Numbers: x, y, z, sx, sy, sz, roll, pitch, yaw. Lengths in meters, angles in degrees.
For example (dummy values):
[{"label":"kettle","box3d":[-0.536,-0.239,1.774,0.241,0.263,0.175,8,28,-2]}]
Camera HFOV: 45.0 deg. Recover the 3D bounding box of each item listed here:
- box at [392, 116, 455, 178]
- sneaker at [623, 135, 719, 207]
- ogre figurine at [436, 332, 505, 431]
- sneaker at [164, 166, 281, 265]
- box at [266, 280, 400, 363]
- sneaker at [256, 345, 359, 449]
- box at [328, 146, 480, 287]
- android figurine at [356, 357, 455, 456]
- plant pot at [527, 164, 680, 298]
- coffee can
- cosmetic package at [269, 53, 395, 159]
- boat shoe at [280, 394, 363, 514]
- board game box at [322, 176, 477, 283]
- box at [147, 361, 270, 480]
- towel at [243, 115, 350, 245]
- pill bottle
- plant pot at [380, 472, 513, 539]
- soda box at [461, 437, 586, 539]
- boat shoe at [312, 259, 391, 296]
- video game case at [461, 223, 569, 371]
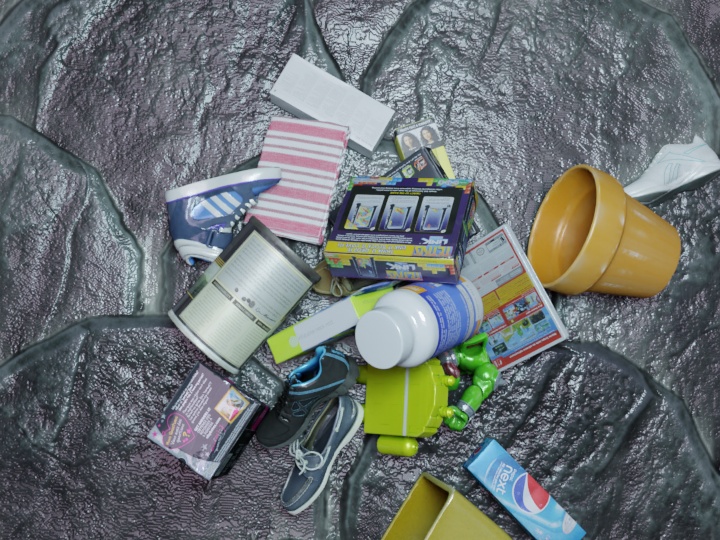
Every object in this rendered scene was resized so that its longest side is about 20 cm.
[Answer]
[{"label":"box","box3d":[0.119,-0.147,1.448,0.075,0.050,0.202,-17,83,-3]},{"label":"sneaker","box3d":[0.509,-0.161,1.462,0.199,0.071,0.081,-22,72,-12]},{"label":"ogre figurine","box3d":[0.146,0.146,1.371,0.119,0.099,0.200,-22,40,-9]},{"label":"sneaker","box3d":[-0.210,-0.080,1.409,0.198,0.081,0.148,-14,98,-1]},{"label":"box","box3d":[-0.032,0.077,1.322,0.199,0.122,0.048,-28,81,33]},{"label":"sneaker","box3d":[-0.097,0.189,1.325,0.200,0.082,0.073,-45,41,9]},{"label":"box","box3d":[0.068,-0.077,1.401,0.199,0.049,0.162,-32,84,18]},{"label":"android figurine","box3d":[0.063,0.190,1.332,0.041,0.199,0.184,13,75,-44]},{"label":"plant pot","box3d":[0.394,-0.043,1.381,0.182,0.200,0.202,18,80,-15]},{"label":"coffee can","box3d":[-0.179,0.038,1.349,0.146,0.146,0.200,41,87,5]},{"label":"cosmetic package","box3d":[-0.048,-0.275,1.465,0.199,0.051,0.083,31,78,3]},{"label":"boat shoe","box3d":[-0.070,0.280,1.342,0.062,0.075,0.201,36,89,-40]},{"label":"board game box","box3d":[0.063,-0.064,1.298,0.198,0.057,0.166,4,51,20]},{"label":"box","box3d":[-0.222,0.225,1.297,0.114,0.200,0.133,33,80,5]},{"label":"towel","box3d":[-0.104,-0.152,1.432,0.145,0.030,0.202,12,84,19]},{"label":"pill bottle","box3d":[0.083,0.074,1.252,0.111,0.199,0.113,10,106,36]},{"label":"plant pot","box3d":[0.142,0.445,1.282,0.199,0.195,0.195,34,81,-4]},{"label":"soda box","box3d":[0.253,0.356,1.357,0.200,0.068,0.064,45,82,6]},{"label":"boat shoe","box3d":[0.001,0.002,1.370,0.199,0.063,0.074,-6,93,26]},{"label":"video game case","box3d":[0.227,0.046,1.389,0.143,0.017,0.201,-34,79,38]}]
